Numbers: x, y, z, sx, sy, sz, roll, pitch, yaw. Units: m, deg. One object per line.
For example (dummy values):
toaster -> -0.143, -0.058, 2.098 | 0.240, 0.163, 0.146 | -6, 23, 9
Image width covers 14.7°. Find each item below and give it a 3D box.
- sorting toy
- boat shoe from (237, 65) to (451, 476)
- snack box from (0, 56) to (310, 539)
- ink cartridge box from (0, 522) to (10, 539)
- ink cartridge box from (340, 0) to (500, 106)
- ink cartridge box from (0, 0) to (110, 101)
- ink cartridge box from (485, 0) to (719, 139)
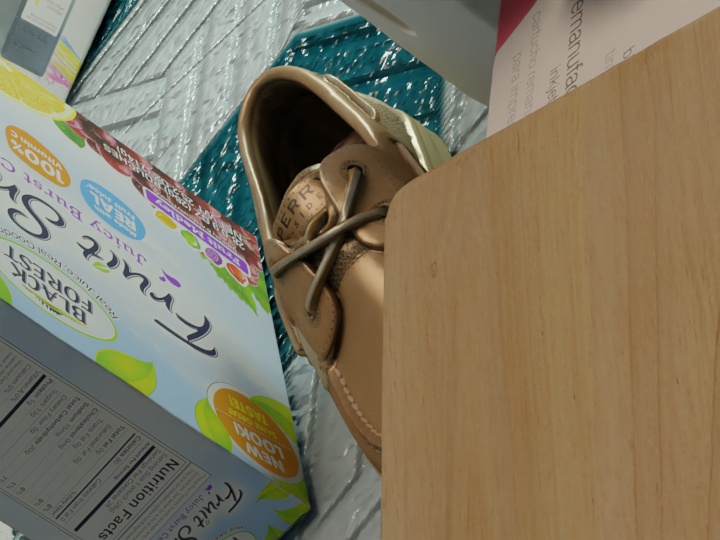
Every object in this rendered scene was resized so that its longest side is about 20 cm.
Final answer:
sorting toy -> 0.095, 0.045, 0.555 | 0.199, 0.070, 0.200 | -28, 50, 41
boat shoe -> 0.000, 0.000, 0.815 | 0.071, 0.064, 0.200 | -50, 25, 12
snack box -> -0.116, -0.001, 0.863 | 0.068, 0.200, 0.169 | -47, 25, 18
ink cartridge box -> -0.185, 0.103, 0.996 | 0.117, 0.067, 0.200 | -48, 26, 17
ink cartridge box -> 0.060, -0.162, 0.812 | 0.200, 0.145, 0.084 | -59, 26, -7
ink cartridge box -> -0.173, -0.102, 1.243 | 0.117, 0.067, 0.200 | -19, 44, 52
ink cartridge box -> 0.128, -0.083, 0.668 | 0.200, 0.083, 0.147 | -36, 31, 36
